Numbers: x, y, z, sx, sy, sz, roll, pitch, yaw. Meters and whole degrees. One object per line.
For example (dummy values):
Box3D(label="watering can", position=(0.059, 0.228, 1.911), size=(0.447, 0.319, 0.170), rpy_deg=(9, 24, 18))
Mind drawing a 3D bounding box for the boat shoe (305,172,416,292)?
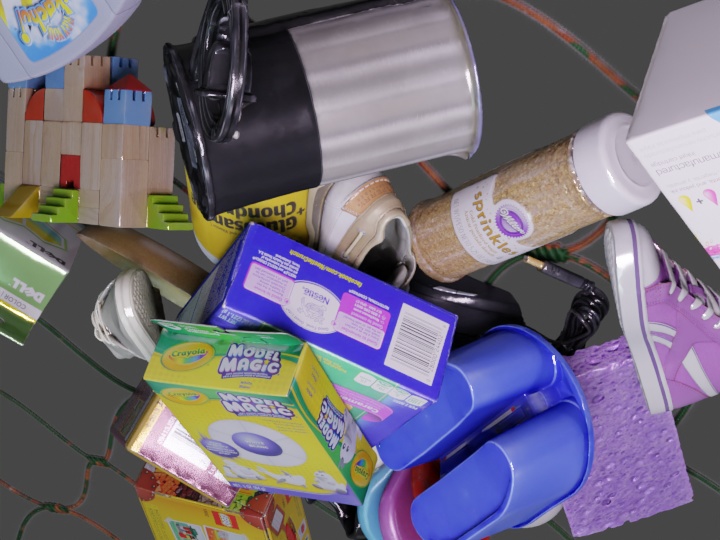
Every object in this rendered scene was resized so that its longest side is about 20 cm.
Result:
Box3D(label="boat shoe", position=(0.000, 0.000, 1.151), size=(0.068, 0.075, 0.200), rpy_deg=(45, 158, 28))

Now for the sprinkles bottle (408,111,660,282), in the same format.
Box3D(label="sprinkles bottle", position=(0.122, -0.049, 1.108), size=(0.068, 0.068, 0.200), rpy_deg=(42, 140, -22))

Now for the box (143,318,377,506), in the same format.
Box3D(label="box", position=(-0.071, 0.100, 1.097), size=(0.117, 0.049, 0.200), rpy_deg=(5, 147, 24))

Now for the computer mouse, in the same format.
Box3D(label="computer mouse", position=(0.098, 0.027, 1.231), size=(0.199, 0.046, 0.141), rpy_deg=(26, 143, -2))

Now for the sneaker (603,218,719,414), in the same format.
Box3D(label="sneaker", position=(0.244, 0.022, 1.122), size=(0.114, 0.073, 0.201), rpy_deg=(-15, 140, 13))

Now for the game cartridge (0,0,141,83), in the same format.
Box3D(label="game cartridge", position=(-0.230, -0.215, 1.098), size=(0.200, 0.040, 0.134), rpy_deg=(-25, 106, 45))

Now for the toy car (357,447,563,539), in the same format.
Box3D(label="toy car", position=(0.074, 0.192, 1.357), size=(0.175, 0.150, 0.200), rpy_deg=(42, 140, -22))

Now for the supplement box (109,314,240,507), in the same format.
Box3D(label="supplement box", position=(-0.137, 0.117, 1.333), size=(0.103, 0.131, 0.200), rpy_deg=(31, 173, -11))

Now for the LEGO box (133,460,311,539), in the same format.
Box3D(label="LEGO box", position=(-0.139, 0.269, 1.625), size=(0.148, 0.077, 0.201), rpy_deg=(10, 141, 17))

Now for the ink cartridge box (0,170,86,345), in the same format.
Box3D(label="ink cartridge box", position=(-0.296, -0.017, 1.278), size=(0.104, 0.200, 0.059), rpy_deg=(33, 102, -12))

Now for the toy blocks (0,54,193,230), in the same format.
Box3D(label="toy blocks", position=(-0.209, -0.106, 1.180), size=(0.199, 0.138, 0.100), rpy_deg=(8, -174, 43))

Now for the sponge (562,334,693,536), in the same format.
Box3D(label="sponge", position=(0.207, 0.140, 1.278), size=(0.111, 0.030, 0.200), rpy_deg=(-19, 131, 5))

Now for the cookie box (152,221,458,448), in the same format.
Box3D(label="cookie box", position=(-0.047, 0.064, 1.146), size=(0.171, 0.075, 0.200), rpy_deg=(25, 152, -11))

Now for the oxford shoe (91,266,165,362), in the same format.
Box3D(label="oxford shoe", position=(-0.189, 0.040, 1.241), size=(0.057, 0.076, 0.200), rpy_deg=(-9, 177, -5))

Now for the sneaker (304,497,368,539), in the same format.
Box3D(label="sneaker", position=(0.028, 0.231, 1.479), size=(0.199, 0.091, 0.076), rpy_deg=(28, 141, -7))

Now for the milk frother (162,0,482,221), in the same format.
Box3D(label="milk frother", position=(-0.019, -0.121, 0.952), size=(0.187, 0.200, 0.181), rpy_deg=(-15, 118, -11))

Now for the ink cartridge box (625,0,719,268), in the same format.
Box3D(label="ink cartridge box", position=(0.280, -0.069, 0.950), size=(0.128, 0.126, 0.200), rpy_deg=(-17, 126, 41))

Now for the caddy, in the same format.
Box3D(label="caddy", position=(0.100, 0.128, 1.187), size=(0.142, 0.105, 0.200), rpy_deg=(64, 146, 15))

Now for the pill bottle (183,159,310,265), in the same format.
Box3D(label="pill bottle", position=(-0.075, -0.065, 1.160), size=(0.111, 0.112, 0.200), rpy_deg=(15, 142, 13))

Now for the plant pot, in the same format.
Box3D(label="plant pot", position=(-0.149, 0.012, 1.303), size=(0.200, 0.028, 0.200), rpy_deg=(31, 172, 5))
